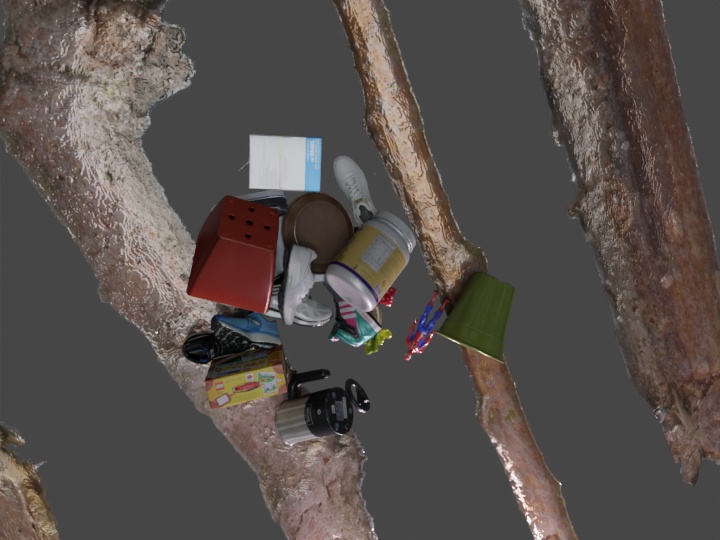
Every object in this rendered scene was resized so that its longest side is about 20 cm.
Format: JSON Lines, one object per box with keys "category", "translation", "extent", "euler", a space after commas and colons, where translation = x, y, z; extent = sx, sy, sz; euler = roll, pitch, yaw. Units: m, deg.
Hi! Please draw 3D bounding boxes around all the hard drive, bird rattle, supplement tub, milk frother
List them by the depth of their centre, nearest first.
{"category": "supplement tub", "translation": [0.027, -0.024, 1.378], "extent": [0.145, 0.145, 0.201], "euler": [44, 70, -14]}
{"category": "hard drive", "translation": [-0.159, -0.069, 1.522], "extent": [0.128, 0.027, 0.206], "euler": [-5, 103, -6]}
{"category": "bird rattle", "translation": [0.011, 0.114, 1.550], "extent": [0.158, 0.113, 0.207], "euler": [2, 100, 10]}
{"category": "milk frother", "translation": [-0.095, 0.375, 1.580], "extent": [0.185, 0.185, 0.199], "euler": [-19, 141, 33]}

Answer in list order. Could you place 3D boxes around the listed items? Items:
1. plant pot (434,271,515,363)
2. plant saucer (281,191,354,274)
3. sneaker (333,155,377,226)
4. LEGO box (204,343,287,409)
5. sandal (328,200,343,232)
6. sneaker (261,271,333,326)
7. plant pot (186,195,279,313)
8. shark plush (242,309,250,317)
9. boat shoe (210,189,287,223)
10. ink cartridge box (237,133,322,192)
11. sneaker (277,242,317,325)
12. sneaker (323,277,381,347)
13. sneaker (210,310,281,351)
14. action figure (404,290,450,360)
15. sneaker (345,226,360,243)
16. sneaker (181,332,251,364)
{"category": "plant pot", "translation": [0.322, 0.115, 1.553], "extent": [0.196, 0.200, 0.194], "euler": [25, 87, -12]}
{"category": "plant saucer", "translation": [-0.102, -0.094, 1.463], "extent": [0.194, 0.037, 0.207], "euler": [4, 104, 18]}
{"category": "sneaker", "translation": [-0.006, -0.193, 1.469], "extent": [0.072, 0.116, 0.204], "euler": [-27, 103, 2]}
{"category": "LEGO box", "translation": [-0.290, 0.271, 1.517], "extent": [0.194, 0.149, 0.079], "euler": [-12, 104, -4]}
{"category": "sandal", "translation": [-0.059, -0.077, 1.517], "extent": [0.056, 0.080, 0.207], "euler": [-7, 102, 20]}
{"category": "sneaker", "translation": [-0.157, 0.071, 1.509], "extent": [0.195, 0.076, 0.118], "euler": [10, 121, -11]}
{"category": "plant pot", "translation": [-0.279, -0.053, 1.371], "extent": [0.195, 0.204, 0.178], "euler": [15, 134, -18]}
{"category": "shark plush", "translation": [-0.320, 0.043, 1.527], "extent": [0.081, 0.092, 0.203], "euler": [-10, 125, 15]}
{"category": "boat shoe", "translation": [-0.275, -0.142, 1.453], "extent": [0.194, 0.072, 0.070], "euler": [-12, 69, -1]}
{"category": "ink cartridge box", "translation": [-0.194, -0.261, 1.422], "extent": [0.194, 0.129, 0.129], "euler": [2, 100, -8]}
{"category": "sneaker", "translation": [-0.154, 0.038, 1.441], "extent": [0.085, 0.074, 0.206], "euler": [7, 103, -23]}
{"category": "sneaker", "translation": [-0.051, 0.120, 1.503], "extent": [0.121, 0.084, 0.200], "euler": [-47, 69, 2]}
{"category": "sneaker", "translation": [-0.293, 0.142, 1.500], "extent": [0.197, 0.092, 0.078], "euler": [21, 143, -37]}
{"category": "action figure", "translation": [0.172, 0.155, 1.597], "extent": [0.064, 0.052, 0.204], "euler": [29, 100, 9]}
{"category": "sneaker", "translation": [0.000, 0.000, 1.495], "extent": [0.065, 0.090, 0.205], "euler": [-12, 72, -15]}
{"category": "sneaker", "translation": [-0.358, 0.201, 1.512], "extent": [0.194, 0.112, 0.075], "euler": [-7, 105, -5]}
